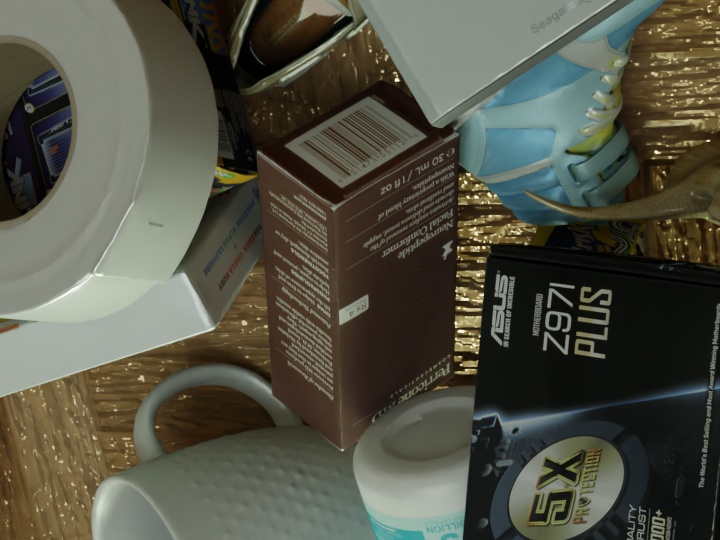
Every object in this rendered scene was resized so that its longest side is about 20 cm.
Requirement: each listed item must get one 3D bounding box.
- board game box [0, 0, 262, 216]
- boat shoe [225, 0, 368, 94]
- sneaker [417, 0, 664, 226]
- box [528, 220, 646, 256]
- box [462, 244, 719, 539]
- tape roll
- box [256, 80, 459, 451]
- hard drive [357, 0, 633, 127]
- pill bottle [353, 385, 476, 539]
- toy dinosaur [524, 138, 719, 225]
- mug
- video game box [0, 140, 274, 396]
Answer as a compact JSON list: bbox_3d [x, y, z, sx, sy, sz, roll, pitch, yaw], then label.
[{"bbox_3d":[-0.161,-0.120,1.180,0.165,0.057,0.201,-22,77,27],"label":"board game box"},{"bbox_3d":[-0.009,-0.173,1.155,0.075,0.068,0.200,37,121,-6],"label":"boat shoe"},{"bbox_3d":[0.137,-0.102,1.150,0.131,0.080,0.200,47,130,-10],"label":"sneaker"},{"bbox_3d":[0.132,0.067,1.249,0.064,0.070,0.201,10,121,16],"label":"box"},{"bbox_3d":[0.148,0.092,1.095,0.163,0.086,0.201,9,95,41],"label":"box"},{"bbox_3d":[-0.179,-0.071,1.114,0.202,0.071,0.203,-3,84,28],"label":"tape roll"},{"bbox_3d":[0.000,0.000,1.197,0.075,0.100,0.200,38,146,33],"label":"box"},{"bbox_3d":[0.044,-0.197,1.086,0.132,0.026,0.200,-33,79,13],"label":"hard drive"},{"bbox_3d":[0.073,0.179,1.228,0.110,0.111,0.201,-9,117,20],"label":"pill bottle"},{"bbox_3d":[0.200,-0.042,1.117,0.199,0.101,0.058,-24,128,-13],"label":"toy dinosaur"},{"bbox_3d":[-0.073,0.152,1.303,0.201,0.175,0.148,63,148,15],"label":"mug"},{"bbox_3d":[-0.151,0.002,1.229,0.199,0.182,0.047,-18,109,24],"label":"video game box"}]
